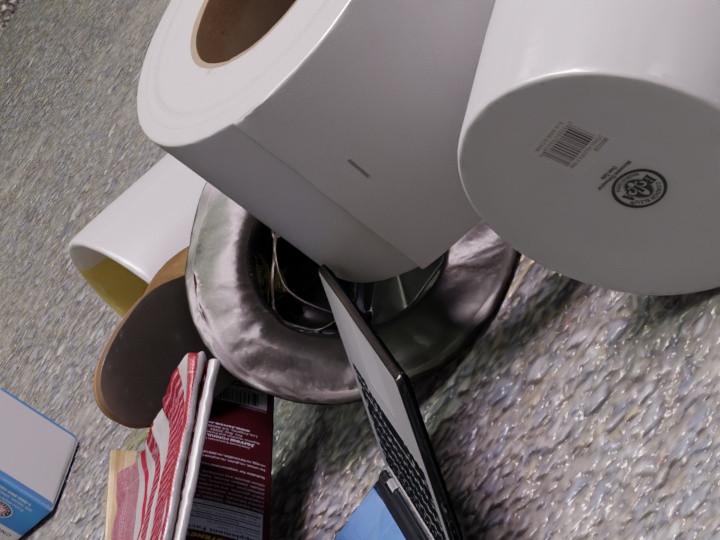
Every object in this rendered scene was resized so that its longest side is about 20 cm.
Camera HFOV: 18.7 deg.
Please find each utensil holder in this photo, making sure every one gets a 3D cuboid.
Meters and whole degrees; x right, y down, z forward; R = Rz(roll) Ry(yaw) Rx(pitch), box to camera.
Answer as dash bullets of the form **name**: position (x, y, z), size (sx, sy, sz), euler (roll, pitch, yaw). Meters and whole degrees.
- **utensil holder**: position (0.145, -0.113, 1.048), size (0.170, 0.170, 0.201), euler (-32, 33, 48)

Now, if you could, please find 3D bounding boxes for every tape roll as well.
- **tape roll**: position (-0.004, -0.114, 1.168), size (0.202, 0.139, 0.203), euler (-36, 33, 28)

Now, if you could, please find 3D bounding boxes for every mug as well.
- **mug**: position (-0.107, -0.027, 1.534), size (0.153, 0.149, 0.186), euler (-52, 25, -16)

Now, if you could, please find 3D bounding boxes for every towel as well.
- **towel**: position (-0.118, 0.144, 1.190), size (0.200, 0.023, 0.145), euler (123, 159, -60)

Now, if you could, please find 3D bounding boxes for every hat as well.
- **hat**: position (0.000, 0.000, 1.293), size (0.201, 0.200, 0.081), euler (-60, -21, -14)

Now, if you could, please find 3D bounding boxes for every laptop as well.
- **laptop**: position (-0.019, 0.130, 1.113), size (0.115, 0.201, 0.187), euler (-21, 20, -7)

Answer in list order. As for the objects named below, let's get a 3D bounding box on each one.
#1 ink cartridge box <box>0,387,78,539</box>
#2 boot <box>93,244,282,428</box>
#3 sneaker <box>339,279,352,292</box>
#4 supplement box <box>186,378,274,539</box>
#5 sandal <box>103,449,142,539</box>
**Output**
- **ink cartridge box**: position (-0.344, 0.171, 1.746), size (0.200, 0.145, 0.084), euler (-40, 25, 37)
- **boot**: position (-0.109, 0.033, 1.316), size (0.075, 0.074, 0.200), euler (-22, 20, 40)
- **sneaker**: position (-0.008, -0.042, 1.420), size (0.108, 0.070, 0.201), euler (-40, 31, 48)
- **supplement box**: position (-0.091, 0.154, 1.265), size (0.200, 0.061, 0.109), euler (-91, 17, -59)
- **sandal**: position (-0.171, 0.206, 1.313), size (0.078, 0.069, 0.213), euler (97, 174, -58)
